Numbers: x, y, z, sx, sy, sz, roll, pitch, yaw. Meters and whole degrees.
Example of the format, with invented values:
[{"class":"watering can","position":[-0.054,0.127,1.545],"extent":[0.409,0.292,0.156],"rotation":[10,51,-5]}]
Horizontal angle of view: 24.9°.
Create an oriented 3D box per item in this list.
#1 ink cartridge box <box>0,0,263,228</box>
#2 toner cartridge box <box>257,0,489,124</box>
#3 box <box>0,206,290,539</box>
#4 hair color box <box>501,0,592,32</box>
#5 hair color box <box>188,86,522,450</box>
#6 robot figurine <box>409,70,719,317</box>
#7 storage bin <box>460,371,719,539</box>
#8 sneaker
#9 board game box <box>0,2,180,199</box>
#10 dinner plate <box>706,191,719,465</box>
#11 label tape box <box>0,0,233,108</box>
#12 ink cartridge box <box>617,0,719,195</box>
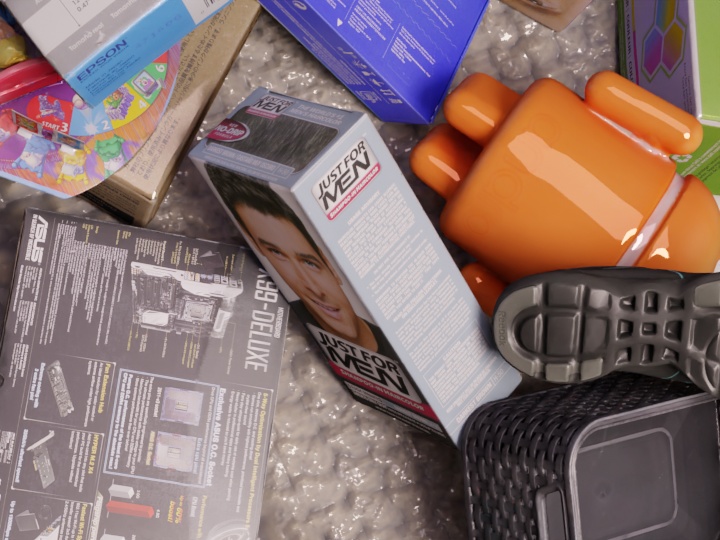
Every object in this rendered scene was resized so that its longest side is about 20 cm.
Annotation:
[{"class":"ink cartridge box","position":[-0.149,-0.150,0.943],"extent":[0.164,0.075,0.201],"rotation":[28,73,-5]},{"class":"toner cartridge box","position":[-0.009,-0.177,0.943],"extent":[0.200,0.043,0.095],"rotation":[41,67,-41]},{"class":"box","position":[-0.128,0.076,0.909],"extent":[0.157,0.050,0.201],"rotation":[10,75,-12]},{"class":"hair color box","position":[0.118,-0.223,0.961],"extent":[0.109,0.200,0.065],"rotation":[28,74,-6]},{"class":"hair color box","position":[0.000,0.000,0.883],"extent":[0.061,0.099,0.200],"rotation":[-46,126,-19]},{"class":"robot figurine","position":[0.126,-0.034,0.961],"extent":[0.200,0.117,0.144],"rotation":[35,76,3]},{"class":"storage bin","position":[0.164,0.130,0.907],"extent":[0.199,0.094,0.136],"rotation":[-9,97,-33]},{"class":"sneaker","position":[0.173,0.025,0.860],"extent":[0.199,0.079,0.076],"rotation":[9,106,16]},{"class":"board game box","position":[-0.192,-0.136,0.868],"extent":[0.199,0.039,0.159],"rotation":[20,74,-8]},{"class":"dinner plate","position":[0.250,0.027,1.031],"extent":[0.199,0.024,0.201],"rotation":[3,75,-13]},{"class":"label tape box","position":[-0.145,-0.206,0.828],"extent":[0.143,0.066,0.200],"rotation":[-38,83,-1]},{"class":"ink cartridge box","position":[0.227,-0.152,0.965],"extent":[0.075,0.200,0.148],"rotation":[5,69,-13]}]
